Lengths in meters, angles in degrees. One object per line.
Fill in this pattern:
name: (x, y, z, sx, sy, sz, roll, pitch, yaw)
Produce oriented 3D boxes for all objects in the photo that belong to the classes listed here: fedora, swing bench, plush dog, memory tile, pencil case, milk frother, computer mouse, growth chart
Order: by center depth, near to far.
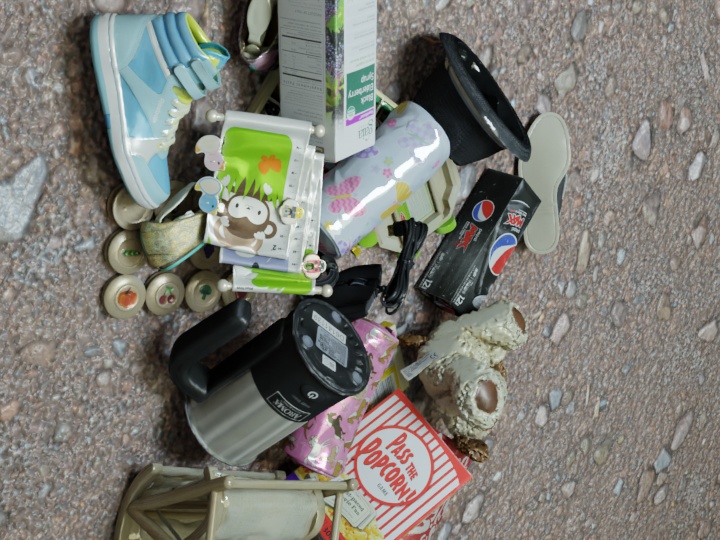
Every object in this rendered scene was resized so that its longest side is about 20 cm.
growth chart: (-0.101, -0.068, 1.127, 0.143, 0.018, 0.202, -3, 102, -12)
memory tile: (-0.193, -0.024, 1.196, 0.199, 0.017, 0.155, -3, 106, -40)
pencil case: (0.011, -0.105, 1.224, 0.200, 0.091, 0.083, -44, 164, -15)
milk frother: (-0.103, 0.084, 1.229, 0.181, 0.188, 0.200, 48, 30, -12)
swing bench: (-0.144, 0.288, 1.233, 0.198, 0.199, 0.131, 13, 81, -44)
computer mouse: (0.000, 0.000, 1.281, 0.046, 0.200, 0.141, 34, 61, -22)
pencil case: (-0.024, 0.151, 1.325, 0.201, 0.082, 0.086, -67, 157, -6)
fedora: (0.127, -0.195, 1.329, 0.091, 0.201, 0.200, -35, 136, 20)
plush dog: (0.138, 0.154, 1.424, 0.201, 0.159, 0.173, -62, 142, -43)

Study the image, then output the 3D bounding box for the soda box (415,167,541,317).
soda box: (0.163, -0.036, 1.465, 0.063, 0.071, 0.201, 40, 77, -45)

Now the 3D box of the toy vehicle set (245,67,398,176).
toy vehicle set: (-0.030, -0.170, 1.254, 0.199, 0.026, 0.125, 33, 83, -31)

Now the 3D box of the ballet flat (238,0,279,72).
ballet flat: (-0.091, -0.311, 1.145, 0.071, 0.069, 0.202, -51, 155, -78)

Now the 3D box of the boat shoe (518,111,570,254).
boat shoe: (0.261, -0.127, 1.545, 0.063, 0.072, 0.202, -55, 147, -77)

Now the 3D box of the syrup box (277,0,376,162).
syrup box: (-0.034, -0.224, 1.142, 0.079, 0.081, 0.202, -31, 128, -48)

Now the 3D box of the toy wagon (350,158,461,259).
toy wagon: (0.047, -0.089, 1.369, 0.200, 0.039, 0.156, -37, 125, -26)

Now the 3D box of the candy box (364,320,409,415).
candy box: (-0.022, 0.158, 1.399, 0.199, 0.026, 0.103, -32, 120, -30)

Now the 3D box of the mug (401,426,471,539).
mug: (0.046, 0.301, 1.440, 0.201, 0.133, 0.178, -55, 133, -17)

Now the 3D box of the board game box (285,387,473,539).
board game box: (0.020, 0.272, 1.378, 0.200, 0.152, 0.046, -37, 164, -17)

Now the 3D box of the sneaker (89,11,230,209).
sneaker: (-0.186, -0.162, 1.073, 0.129, 0.080, 0.201, -9, 113, 1)

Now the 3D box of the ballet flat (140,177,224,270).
ballet flat: (-0.154, -0.074, 1.163, 0.200, 0.070, 0.071, -35, 125, -28)
